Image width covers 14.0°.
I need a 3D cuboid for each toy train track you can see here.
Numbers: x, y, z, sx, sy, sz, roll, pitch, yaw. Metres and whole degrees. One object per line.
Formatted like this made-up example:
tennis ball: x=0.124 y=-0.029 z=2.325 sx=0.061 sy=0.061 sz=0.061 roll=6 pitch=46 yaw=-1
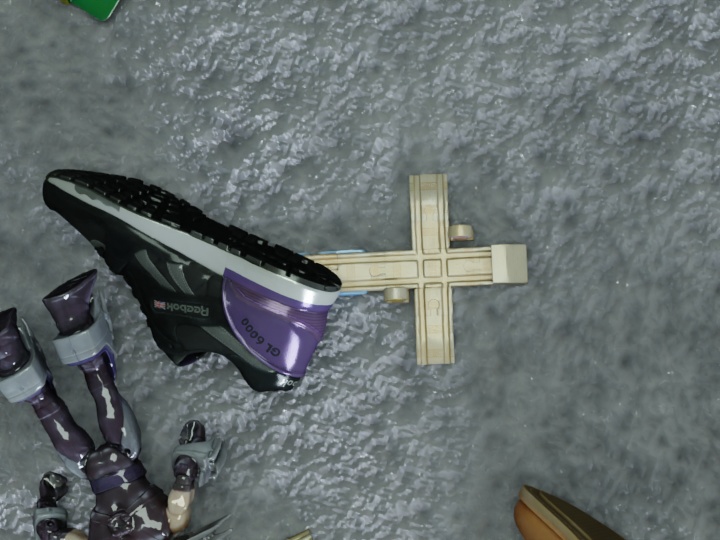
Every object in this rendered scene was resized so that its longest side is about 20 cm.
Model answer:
toy train track: x=0.000 y=0.000 z=1.758 sx=0.199 sy=0.033 sz=0.115 roll=-3 pitch=85 yaw=4

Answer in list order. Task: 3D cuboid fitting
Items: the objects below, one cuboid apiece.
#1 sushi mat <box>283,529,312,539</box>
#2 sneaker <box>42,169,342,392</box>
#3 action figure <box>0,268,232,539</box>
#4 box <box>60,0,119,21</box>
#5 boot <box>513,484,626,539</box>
sushi mat: x=-0.104 y=0.237 z=1.752 sx=0.200 sy=0.012 sz=0.096 roll=-24 pitch=85 yaw=1
sneaker: x=-0.114 y=0.008 z=1.734 sx=0.200 sy=0.076 sz=0.088 roll=26 pitch=103 yaw=23
action figure: x=-0.149 y=0.107 z=1.728 sx=0.130 sy=0.069 sz=0.200 roll=-22 pitch=100 yaw=6
box: x=-0.209 y=-0.249 z=1.786 sx=0.200 sy=0.048 sz=0.118 roll=33 pitch=88 yaw=4
boot: x=0.118 y=0.238 z=1.710 sx=0.155 sy=0.074 sz=0.200 roll=-49 pitch=61 yaw=16
